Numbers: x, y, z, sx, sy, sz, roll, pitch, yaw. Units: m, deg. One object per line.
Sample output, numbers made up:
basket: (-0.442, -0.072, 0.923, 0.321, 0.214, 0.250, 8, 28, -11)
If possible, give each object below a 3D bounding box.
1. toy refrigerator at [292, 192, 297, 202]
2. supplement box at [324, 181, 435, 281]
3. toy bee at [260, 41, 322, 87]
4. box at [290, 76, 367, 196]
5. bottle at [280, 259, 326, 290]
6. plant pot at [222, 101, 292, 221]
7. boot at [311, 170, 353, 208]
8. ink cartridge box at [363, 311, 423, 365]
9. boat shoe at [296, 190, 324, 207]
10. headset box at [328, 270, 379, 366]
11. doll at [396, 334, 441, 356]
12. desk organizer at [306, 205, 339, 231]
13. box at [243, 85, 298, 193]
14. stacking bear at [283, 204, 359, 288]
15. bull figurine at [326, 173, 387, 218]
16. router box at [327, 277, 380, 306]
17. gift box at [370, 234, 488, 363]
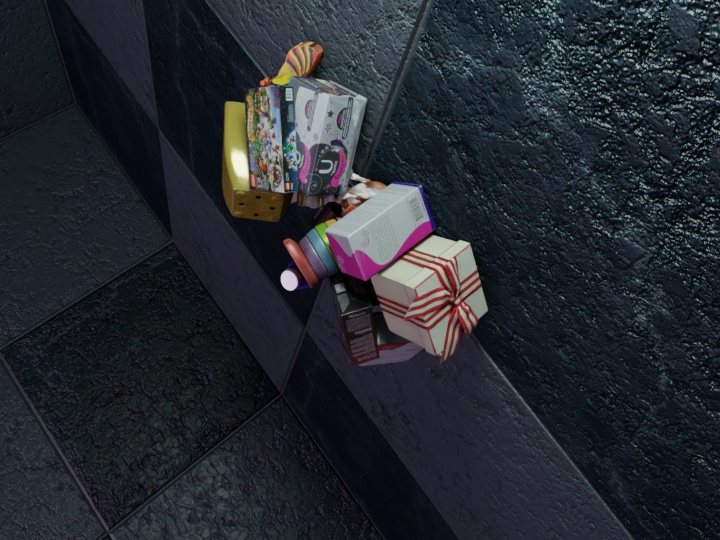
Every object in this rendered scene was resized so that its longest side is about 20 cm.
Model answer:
toy refrigerator: (-0.206, -0.279, 1.692, 0.077, 0.068, 0.204, -100, -5, -56)
supplement box: (0.040, -0.082, 1.329, 0.102, 0.198, 0.103, 16, 136, 54)
toy bee: (-0.158, -0.393, 1.382, 0.106, 0.204, 0.131, 27, -165, 3)
box: (-0.084, -0.272, 1.344, 0.131, 0.113, 0.206, 35, 121, 38)
bottle: (-0.121, -0.003, 1.538, 0.065, 0.200, 0.084, -37, 90, 27)
plant pot: (-0.231, -0.232, 1.514, 0.195, 0.189, 0.206, 115, 159, -60)
boot: (-0.085, -0.226, 1.564, 0.199, 0.071, 0.093, -31, 74, 56)
ink cartridge box: (0.078, 0.166, 1.622, 0.200, 0.143, 0.088, 127, 137, -66)
boat shoe: (-0.108, -0.235, 1.514, 0.074, 0.061, 0.206, 111, 164, -56)
headset box: (-0.015, 0.102, 1.476, 0.204, 0.073, 0.151, 81, 173, -45)
doll: (0.132, 0.099, 1.478, 0.199, 0.137, 0.049, 40, -177, -18)
desk organizer: (-0.079, -0.107, 1.628, 0.077, 0.072, 0.200, 41, -179, -11)
box: (-0.183, -0.266, 1.340, 0.135, 0.037, 0.207, 12, 108, 49)
stacking bear: (-0.052, -0.065, 1.407, 0.115, 0.197, 0.121, 55, 177, 5)
bull figurine: (-0.010, -0.162, 1.467, 0.198, 0.118, 0.067, -13, 66, 57)
router box: (0.000, 0.000, 1.533, 0.145, 0.063, 0.202, -13, 134, 19)
gift box: (0.137, 0.057, 1.331, 0.185, 0.199, 0.188, 19, 142, 52)
